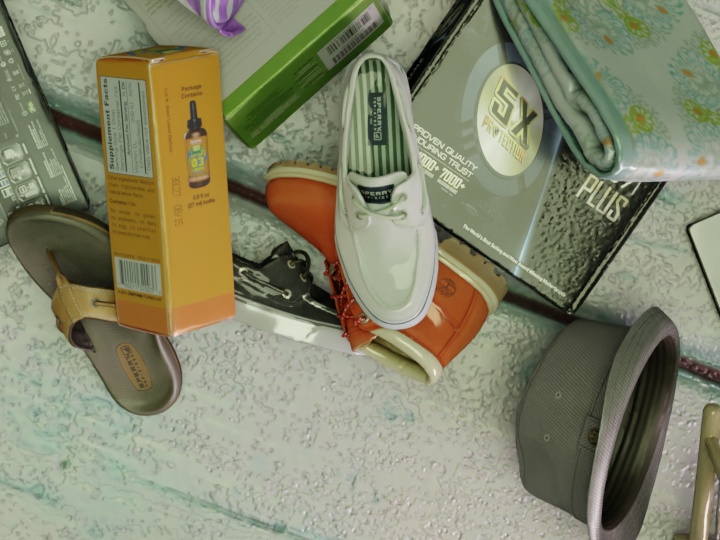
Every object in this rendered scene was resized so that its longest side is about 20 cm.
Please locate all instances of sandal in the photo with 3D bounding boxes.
[{"bbox_3d":[-0.196,0.036,1.620,0.082,0.055,0.200,-13,120,18],"label":"sandal"}]

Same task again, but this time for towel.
[{"bbox_3d":[0.197,-0.150,1.595,0.171,0.048,0.200,-5,59,-39],"label":"towel"}]

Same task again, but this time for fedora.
[{"bbox_3d":[0.173,0.117,1.665,0.090,0.177,0.200,16,111,22],"label":"fedora"}]

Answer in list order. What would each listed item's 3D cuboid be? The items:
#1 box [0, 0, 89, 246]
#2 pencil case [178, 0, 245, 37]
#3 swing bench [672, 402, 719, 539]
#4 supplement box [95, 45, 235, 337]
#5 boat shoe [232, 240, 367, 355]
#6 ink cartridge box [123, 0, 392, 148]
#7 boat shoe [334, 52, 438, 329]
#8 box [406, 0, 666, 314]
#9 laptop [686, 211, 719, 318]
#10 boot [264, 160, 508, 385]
[{"bbox_3d":[-0.309,-0.107,1.622,0.157,0.051,0.200,-24,99,-3],"label":"box"},{"bbox_3d":[-0.167,-0.240,1.567,0.200,0.084,0.086,24,118,19],"label":"pencil case"},{"bbox_3d":[0.354,0.215,1.686,0.198,0.130,0.200,1,128,-8],"label":"swing bench"},{"bbox_3d":[-0.138,-0.058,1.566,0.066,0.069,0.200,-15,110,-44],"label":"supplement box"},{"bbox_3d":[-0.071,0.007,1.658,0.200,0.070,0.066,19,96,-1],"label":"boat shoe"},{"bbox_3d":[-0.097,-0.216,1.626,0.148,0.076,0.200,-41,71,0],"label":"ink cartridge box"},{"bbox_3d":[0.011,-0.057,1.563,0.073,0.067,0.200,-10,86,5],"label":"boat shoe"},{"bbox_3d":[0.119,-0.090,1.654,0.200,0.086,0.164,35,91,-9],"label":"box"},{"bbox_3d":[0.385,0.017,1.681,0.200,0.116,0.188,-23,98,-3],"label":"laptop"},{"bbox_3d":[0.000,0.000,1.621,0.200,0.075,0.107,33,69,3],"label":"boot"}]
